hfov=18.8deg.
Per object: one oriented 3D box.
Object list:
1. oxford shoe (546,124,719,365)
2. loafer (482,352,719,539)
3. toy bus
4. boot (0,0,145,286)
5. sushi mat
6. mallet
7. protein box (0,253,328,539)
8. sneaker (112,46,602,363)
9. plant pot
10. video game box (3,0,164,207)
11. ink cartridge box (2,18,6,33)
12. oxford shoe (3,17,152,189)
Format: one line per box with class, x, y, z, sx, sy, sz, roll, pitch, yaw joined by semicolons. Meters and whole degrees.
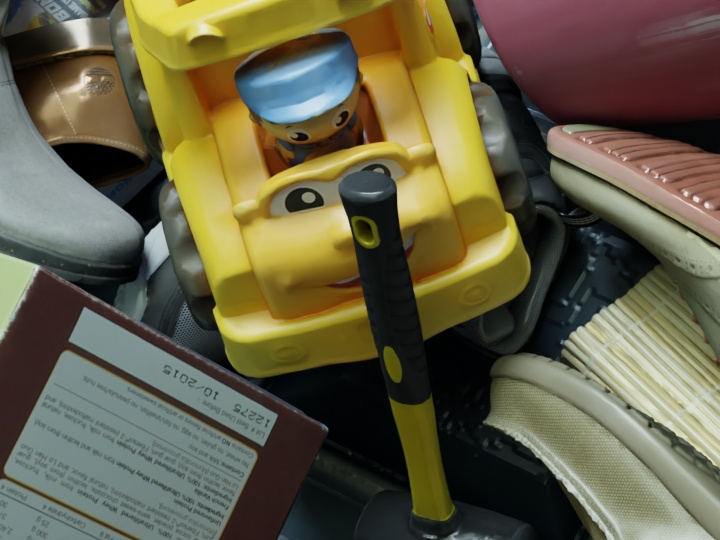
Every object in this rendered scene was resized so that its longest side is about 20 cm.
oxford shoe;0.137;0.010;0.782;0.200;0.071;0.074;37;120;36
loafer;0.109;0.099;0.757;0.200;0.076;0.067;39;94;35
toy bus;-0.026;-0.093;0.768;0.136;0.192;0.200;-17;54;0
boot;-0.147;-0.091;0.833;0.200;0.070;0.132;32;100;4
sushi mat;0.171;0.060;0.797;0.096;0.012;0.200;-41;56;-6
mallet;0.027;0.050;0.752;0.066;0.200;0.041;17;48;21
protein box;-0.153;0.101;0.766;0.199;0.135;0.200;14;75;53
sneaker;0.000;0.000;0.856;0.200;0.075;0.114;-36;53;-5
plant pot;0.142;-0.139;0.826;0.179;0.200;0.200;-18;56;29
video game box;-0.170;-0.091;0.992;0.182;0.047;0.200;-45;56;-6
ink cartridge box;-0.174;-0.203;0.961;0.042;0.119;0.200;5;55;-17
oxford shoe;-0.180;-0.041;0.901;0.200;0.071;0.071;-18;63;10
